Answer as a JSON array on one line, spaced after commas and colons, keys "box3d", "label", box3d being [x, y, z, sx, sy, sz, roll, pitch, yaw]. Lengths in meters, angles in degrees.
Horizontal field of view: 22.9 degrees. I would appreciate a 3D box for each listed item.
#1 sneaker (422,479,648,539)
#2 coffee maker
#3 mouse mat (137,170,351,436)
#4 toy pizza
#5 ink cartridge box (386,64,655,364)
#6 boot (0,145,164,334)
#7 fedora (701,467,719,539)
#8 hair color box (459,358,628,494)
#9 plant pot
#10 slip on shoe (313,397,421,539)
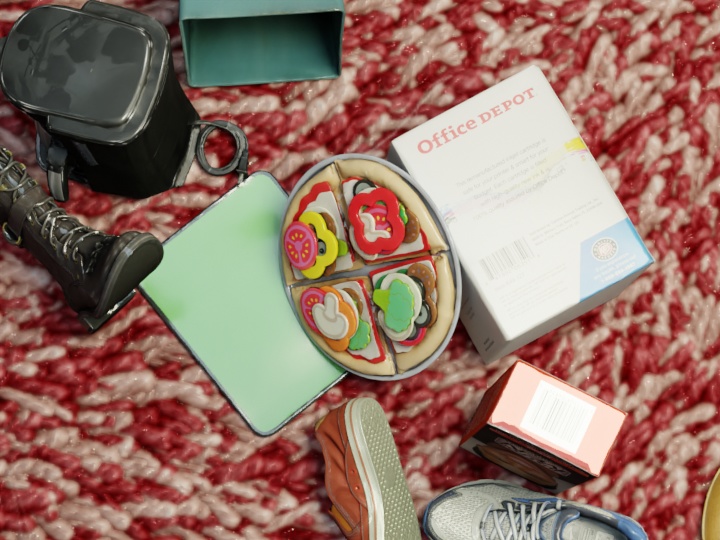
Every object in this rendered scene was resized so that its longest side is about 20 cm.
[{"box3d": [0.155, 0.220, 1.527, 0.200, 0.085, 0.077, 7, 79, -1], "label": "sneaker"}, {"box3d": [-0.199, -0.146, 1.522, 0.192, 0.200, 0.135, -8, 79, -3], "label": "coffee maker"}, {"box3d": [-0.087, 0.028, 1.594, 0.161, 0.008, 0.200, -38, 82, -9], "label": "mouse mat"}, {"box3d": [0.000, 0.000, 1.517, 0.032, 0.200, 0.200, -20, 77, -48], "label": "toy pizza"}, {"box3d": [0.131, -0.046, 1.547, 0.147, 0.145, 0.200, -27, 81, -8], "label": "ink cartridge box"}, {"box3d": [-0.261, -0.037, 1.510, 0.174, 0.200, 0.069, 47, 62, 0], "label": "boot"}, {"box3d": [0.397, 0.230, 1.536, 0.201, 0.082, 0.201, 1, 78, -3], "label": "fedora"}, {"box3d": [0.149, 0.134, 1.485, 0.101, 0.200, 0.061, 26, 79, 3], "label": "hair color box"}, {"box3d": [-0.095, -0.287, 1.592, 0.141, 0.141, 0.200, -4, 72, -4], "label": "plant pot"}, {"box3d": [0.006, 0.211, 1.539, 0.061, 0.074, 0.200, -17, 85, 29], "label": "slip on shoe"}]
